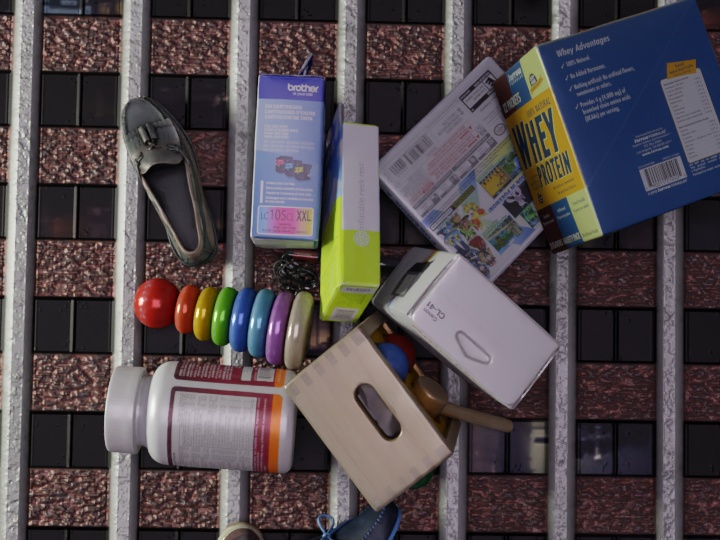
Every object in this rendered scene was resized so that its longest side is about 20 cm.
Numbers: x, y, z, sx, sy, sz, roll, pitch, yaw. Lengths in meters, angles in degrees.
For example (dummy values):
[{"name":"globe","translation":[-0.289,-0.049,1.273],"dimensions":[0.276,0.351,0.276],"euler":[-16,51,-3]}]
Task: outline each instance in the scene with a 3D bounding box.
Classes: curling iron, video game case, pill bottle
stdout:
[{"name":"curling iron","translation":[0.000,0.000,1.305],"dimensions":[0.196,0.026,0.050],"euler":[-1,112,-7]},{"name":"video game case","translation":[0.137,-0.108,1.294],"dimensions":[0.200,0.022,0.182],"euler":[-44,89,-17]},{"name":"pill bottle","translation":[-0.167,0.155,1.249],"dimensions":[0.196,0.110,0.112],"euler":[4,87,-1]}]

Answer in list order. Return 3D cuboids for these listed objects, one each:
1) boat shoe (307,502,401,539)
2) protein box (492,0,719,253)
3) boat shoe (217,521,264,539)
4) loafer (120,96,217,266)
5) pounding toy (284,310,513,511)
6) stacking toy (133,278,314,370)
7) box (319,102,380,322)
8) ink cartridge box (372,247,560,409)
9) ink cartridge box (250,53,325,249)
[{"name":"boat shoe","translation":[-0.038,0.319,1.257],"dimensions":[0.069,0.084,0.200],"euler":[42,84,-11]},{"name":"protein box","translation":[0.279,-0.152,1.246],"dimensions":[0.196,0.135,0.203],"euler":[-19,87,-15]},{"name":"boat shoe","translation":[-0.157,0.374,1.261],"dimensions":[0.071,0.065,0.203],"euler":[23,87,-2]},{"name":"loafer","translation":[-0.210,-0.103,1.285],"dimensions":[0.071,0.063,0.203],"euler":[-24,88,-3]},{"name":"pounding toy","translation":[0.048,0.146,1.233],"dimensions":[0.142,0.184,0.201],"euler":[-38,88,9]},{"name":"stacking toy","translation":[-0.153,0.050,1.273],"dimensions":[0.196,0.085,0.087],"euler":[10,87,3]},{"name":"box","translation":[-0.013,-0.060,1.239],"dimensions":[0.047,0.122,0.204],"euler":[4,70,-11]},{"name":"ink cartridge box","translation":[0.104,0.054,1.208],"dimensions":[0.147,0.200,0.086],"euler":[40,85,-10]},{"name":"ink cartridge box","translation":[-0.076,-0.128,1.253],"dimensions":[0.075,0.136,0.204],"euler":[1,87,-3]}]
